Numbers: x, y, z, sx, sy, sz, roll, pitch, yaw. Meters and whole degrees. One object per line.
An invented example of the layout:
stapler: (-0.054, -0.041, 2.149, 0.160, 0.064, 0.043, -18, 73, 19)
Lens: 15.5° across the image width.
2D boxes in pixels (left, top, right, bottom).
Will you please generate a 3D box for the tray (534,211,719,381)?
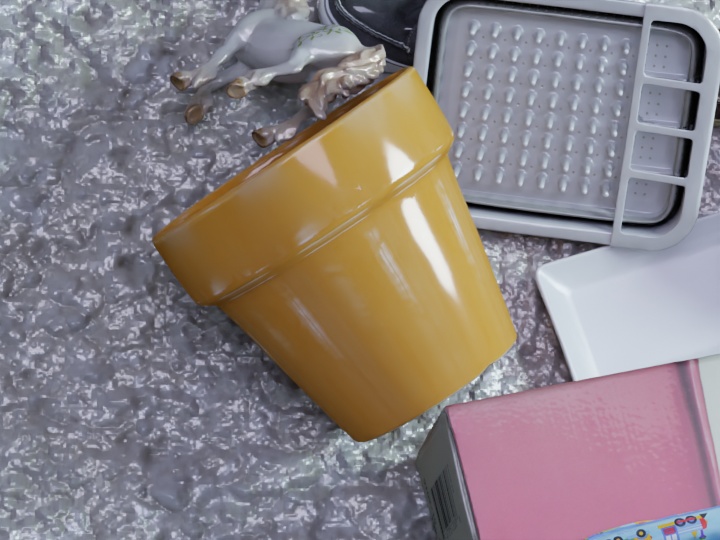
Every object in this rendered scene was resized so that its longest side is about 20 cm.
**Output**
tray: (0.224, 0.022, 1.779, 0.200, 0.022, 0.108, -16, 76, -12)

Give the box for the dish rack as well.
dish rack: (0.133, -0.107, 1.753, 0.200, 0.044, 0.172, 7, 114, 2)

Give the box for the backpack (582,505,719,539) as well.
backpack: (0.202, 0.252, 1.621, 0.182, 0.200, 0.135, -14, 55, -9)

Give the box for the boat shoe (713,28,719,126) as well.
boat shoe: (0.288, -0.138, 1.811, 0.200, 0.072, 0.072, 9, 71, -4)

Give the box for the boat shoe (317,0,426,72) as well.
boat shoe: (0.069, -0.158, 1.793, 0.200, 0.066, 0.070, 25, 71, 1)

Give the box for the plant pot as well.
plant pot: (0.000, 0.000, 1.680, 0.200, 0.200, 0.183, -35, 95, -16)

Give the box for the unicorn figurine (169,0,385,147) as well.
unicorn figurine: (-0.060, -0.151, 1.758, 0.200, 0.074, 0.137, 32, 60, 32)

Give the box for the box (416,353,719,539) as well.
box: (0.149, 0.133, 1.677, 0.200, 0.128, 0.109, -10, 73, -11)
